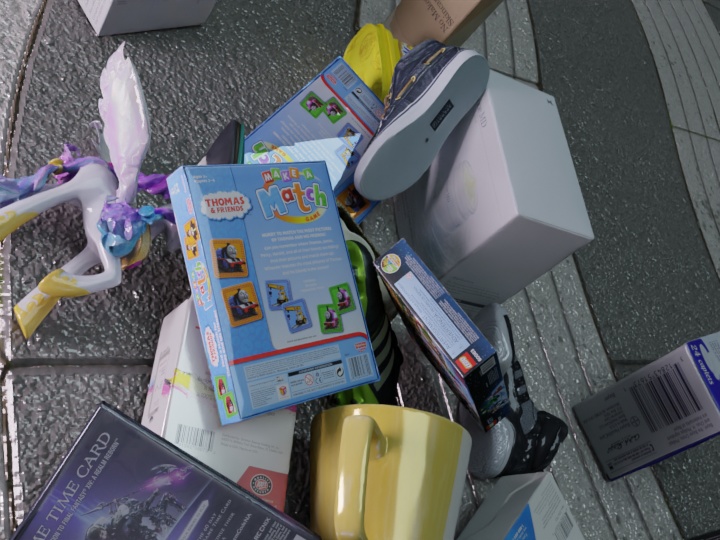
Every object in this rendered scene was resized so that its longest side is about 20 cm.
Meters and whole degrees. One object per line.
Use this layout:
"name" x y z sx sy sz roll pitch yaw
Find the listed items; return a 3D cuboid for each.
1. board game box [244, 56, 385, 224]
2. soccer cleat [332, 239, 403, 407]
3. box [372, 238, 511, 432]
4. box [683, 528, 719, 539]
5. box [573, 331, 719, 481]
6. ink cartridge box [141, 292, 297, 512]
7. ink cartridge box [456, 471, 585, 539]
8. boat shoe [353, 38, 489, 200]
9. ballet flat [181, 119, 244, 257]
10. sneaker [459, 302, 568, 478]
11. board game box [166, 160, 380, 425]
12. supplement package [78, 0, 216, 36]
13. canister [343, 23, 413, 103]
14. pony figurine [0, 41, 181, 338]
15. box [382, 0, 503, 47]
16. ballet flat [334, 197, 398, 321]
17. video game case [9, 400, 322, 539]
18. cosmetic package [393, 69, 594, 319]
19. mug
"board game box" -0.037 -0.123 0.887 0.151 0.037 0.200 46 60 -4
"soccer cleat" 0.004 0.066 0.775 0.080 0.067 0.205 -21 112 -47
"box" 0.084 0.070 0.771 0.037 0.201 0.137 -36 62 -4
"box" 0.497 0.360 0.925 0.162 0.200 0.087 29 47 -20
"box" 0.403 0.162 0.992 0.197 0.184 0.107 -7 65 -40
"ink cartridge box" -0.116 0.103 0.677 0.115 0.067 0.204 20 62 -27
"ink cartridge box" 0.182 0.317 0.780 0.116 0.067 0.203 -35 100 -45
"boat shoe" 0.050 -0.167 0.879 0.091 0.201 0.071 35 -10 46
"ballet flat" -0.140 -0.049 0.765 0.072 0.072 0.205 5 75 -36
"sneaker" 0.172 0.143 0.902 0.112 0.075 0.204 22 56 -26
"board game box" -0.070 0.011 0.672 0.149 0.036 0.205 -8 82 -41
"supplement package" -0.245 -0.389 0.857 0.149 0.152 0.202 -24 78 -44
"canister" 0.080 -0.222 1.057 0.197 0.086 0.151 15 54 -33
"pony figurine" -0.222 -0.064 0.683 0.197 0.167 0.196 -24 80 -26
"box" 0.128 -0.378 1.115 0.077 0.200 0.096 -27 79 -45
"ballet flat" 0.000 0.000 0.808 0.068 0.075 0.201 -48 127 -14
"video game case" -0.144 0.210 0.582 0.198 0.019 0.144 36 84 -14
"cosmetic package" 0.142 -0.084 0.933 0.121 0.200 0.203 13 54 -31
"mug" 0.007 0.207 0.678 0.185 0.148 0.156 31 54 -36
